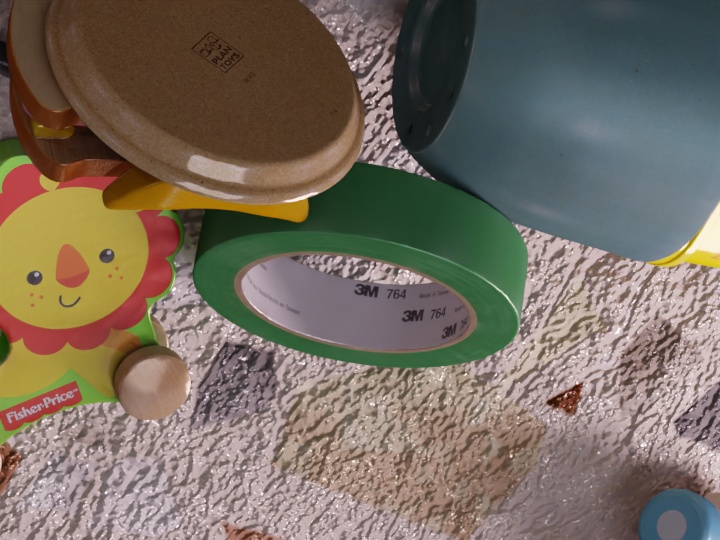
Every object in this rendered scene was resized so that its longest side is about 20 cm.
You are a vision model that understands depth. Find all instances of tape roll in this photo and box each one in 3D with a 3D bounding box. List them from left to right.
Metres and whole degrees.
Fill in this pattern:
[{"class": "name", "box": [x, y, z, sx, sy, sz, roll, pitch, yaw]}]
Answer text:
[{"class": "tape roll", "box": [0.000, 0.000, 1.118, 0.199, 0.048, 0.201, 9, 157, 4]}]

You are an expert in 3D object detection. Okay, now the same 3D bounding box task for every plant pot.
[{"class": "plant pot", "box": [0.113, -0.116, 1.090, 0.160, 0.201, 0.202, 9, 117, -19]}]

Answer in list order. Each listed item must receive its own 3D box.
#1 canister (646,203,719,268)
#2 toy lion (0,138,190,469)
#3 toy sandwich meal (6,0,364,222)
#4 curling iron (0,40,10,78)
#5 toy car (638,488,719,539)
[{"class": "canister", "box": [0.273, -0.066, 1.252, 0.199, 0.087, 0.149, 8, 121, -40]}, {"class": "toy lion", "box": [-0.197, 0.017, 1.110, 0.199, 0.069, 0.193, -23, 122, -11]}, {"class": "toy sandwich meal", "box": [-0.095, -0.096, 1.012, 0.204, 0.206, 0.070, 4, 140, -28]}, {"class": "curling iron", "box": [-0.158, -0.098, 1.057, 0.199, 0.050, 0.026, 27, 132, -28]}, {"class": "toy car", "box": [0.235, 0.284, 1.466, 0.199, 0.178, 0.184, -24, 150, 27]}]
